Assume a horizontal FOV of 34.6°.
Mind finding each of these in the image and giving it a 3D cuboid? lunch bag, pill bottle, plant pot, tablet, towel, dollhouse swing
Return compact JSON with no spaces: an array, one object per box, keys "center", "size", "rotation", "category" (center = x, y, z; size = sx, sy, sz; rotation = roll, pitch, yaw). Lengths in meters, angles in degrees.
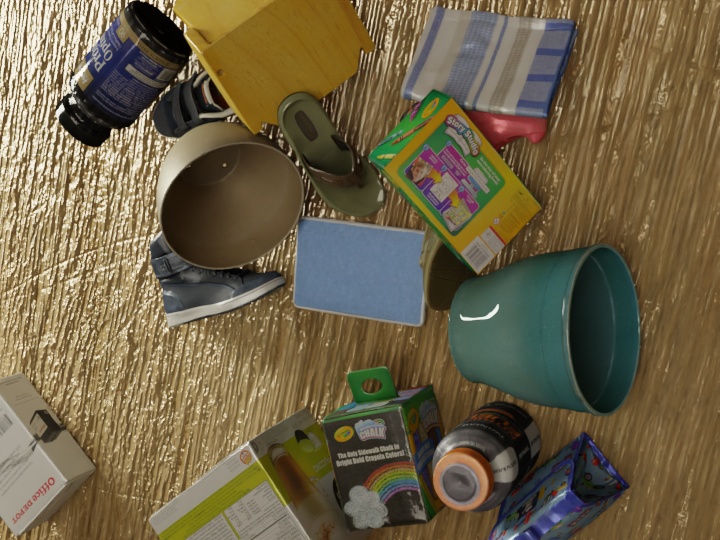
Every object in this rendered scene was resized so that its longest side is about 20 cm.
[{"center":[0.232,0.302,1.423],"size":[0.150,0.200,0.094],"rotation":[-43,81,21],"category":"lunch bag"},{"center":[-0.340,-0.273,1.637],"size":[0.200,0.112,0.112],"rotation":[-43,80,21],"category":"pill bottle"},{"center":[0.216,0.071,1.413],"size":[0.186,0.199,0.203],"rotation":[-1,97,37],"category":"plant pot"},{"center":[0.000,0.000,1.583],"size":[0.197,0.014,0.132],"rotation":[8,100,23],"category":"tablet"},{"center":[0.157,-0.261,1.433],"size":[0.198,0.024,0.148],"rotation":[12,66,24],"category":"towel"},{"center":[-0.125,-0.318,1.541],"size":[0.199,0.176,0.183],"rotation":[-37,116,-7],"category":"dollhouse swing"},{"center":[-0.190,-0.123,1.570],"size":[0.201,0.199,0.135],"rotation":[-52,41,20],"category":"plant pot"},{"center":[0.154,0.237,1.447],"size":[0.105,0.200,0.108],"rotation":[3,98,21],"category":"pill bottle"}]

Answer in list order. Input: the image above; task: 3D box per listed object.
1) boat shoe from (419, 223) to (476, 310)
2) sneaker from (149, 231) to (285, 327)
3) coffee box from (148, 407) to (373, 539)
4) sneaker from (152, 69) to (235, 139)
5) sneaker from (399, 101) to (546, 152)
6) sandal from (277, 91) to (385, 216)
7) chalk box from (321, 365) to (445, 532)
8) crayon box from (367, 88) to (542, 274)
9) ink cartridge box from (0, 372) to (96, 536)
[{"center":[0.115,-0.050,1.507],"size":[0.072,0.063,0.204],"rotation":[0,105,-22],"category":"boat shoe"},{"center":[-0.210,-0.011,1.635],"size":[0.200,0.077,0.148],"rotation":[-15,94,25],"category":"sneaker"},{"center":[-0.124,0.341,1.578],"size":[0.199,0.199,0.199],"rotation":[-38,83,21],"category":"coffee box"},{"center":[-0.221,-0.238,1.611],"size":[0.198,0.079,0.079],"rotation":[-18,91,25],"category":"sneaker"},{"center":[0.143,-0.184,1.467],"size":[0.197,0.074,0.088],"rotation":[-6,96,23],"category":"sneaker"},{"center":[-0.038,-0.143,1.508],"size":[0.080,0.057,0.201],"rotation":[-43,120,-3],"category":"sandal"},{"center":[0.036,0.227,1.539],"size":[0.123,0.124,0.203],"rotation":[-12,91,24],"category":"chalk box"},{"center":[0.118,-0.108,1.421],"size":[0.119,0.058,0.200],"rotation":[-45,116,-2],"category":"crayon box"},{"center":[-0.532,0.286,1.804],"size":[0.145,0.084,0.200],"rotation":[-45,79,21],"category":"ink cartridge box"}]
